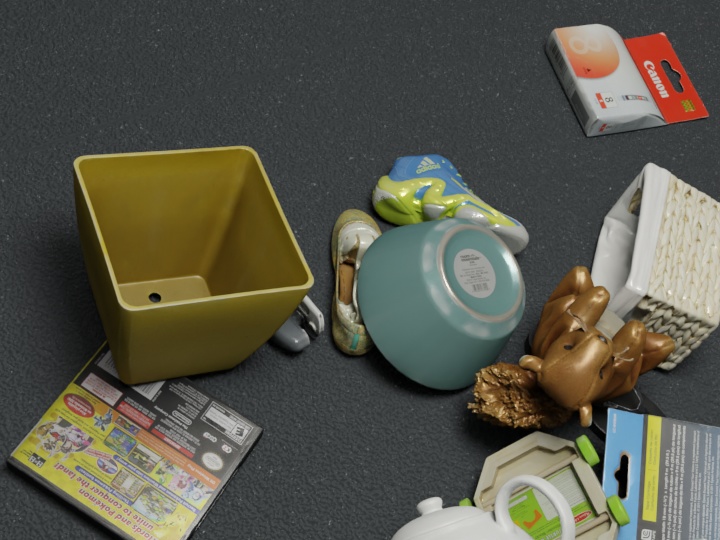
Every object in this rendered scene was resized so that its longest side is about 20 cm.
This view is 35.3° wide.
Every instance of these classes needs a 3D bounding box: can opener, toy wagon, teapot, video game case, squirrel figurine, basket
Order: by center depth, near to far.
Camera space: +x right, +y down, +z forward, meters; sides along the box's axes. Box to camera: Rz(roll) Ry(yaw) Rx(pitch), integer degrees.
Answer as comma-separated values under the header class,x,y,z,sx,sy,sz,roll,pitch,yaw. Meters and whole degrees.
class,x,y,z,sx,sy,sz,roll,pitch,yaw
teapot,0.093,0.287,1.078,0.198,0.198,0.147,-15,73,-10
toy wagon,0.199,0.271,1.168,0.154,0.040,0.201,-30,63,10
video game case,-0.231,0.184,1.179,0.199,0.026,0.181,31,58,7
squirrel figurine,0.215,0.113,1.194,0.142,0.200,0.187,46,23,2
can opener,-0.116,0.007,1.296,0.067,0.053,0.200,-33,69,-28
basket,0.355,-0.001,1.349,0.123,0.136,0.201,22,54,-4

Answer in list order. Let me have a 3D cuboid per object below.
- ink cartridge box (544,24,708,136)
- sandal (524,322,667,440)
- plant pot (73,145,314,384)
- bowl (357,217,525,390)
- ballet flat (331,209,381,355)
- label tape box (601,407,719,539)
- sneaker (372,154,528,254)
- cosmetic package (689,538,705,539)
class,x,y,z,sx,sy,sz,roll,pitch,yaw
ink cartridge box,0.377,-0.273,1.576,0.198,0.050,0.163,-12,62,-15
sandal,0.273,0.134,1.306,0.200,0.043,0.076,40,59,13
plant pot,-0.192,0.008,1.187,0.199,0.177,0.201,-7,52,-28
bowl,0.107,0.022,1.267,0.200,0.105,0.202,15,60,-28
ballet flat,0.000,0.000,1.317,0.070,0.071,0.201,7,57,-8
label tape box,0.347,0.241,1.229,0.198,0.063,0.145,11,70,-5
sneaker,0.119,-0.092,1.393,0.199,0.076,0.106,19,56,1
cosmetic package,0.364,0.394,1.129,0.200,0.052,0.151,43,71,5
